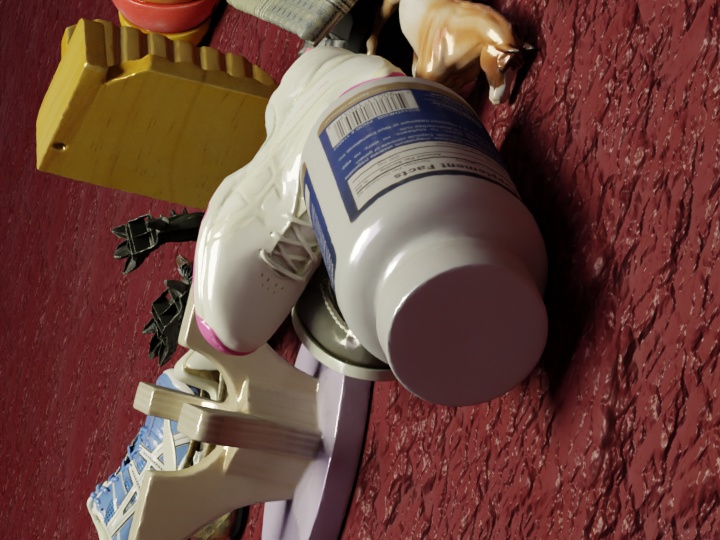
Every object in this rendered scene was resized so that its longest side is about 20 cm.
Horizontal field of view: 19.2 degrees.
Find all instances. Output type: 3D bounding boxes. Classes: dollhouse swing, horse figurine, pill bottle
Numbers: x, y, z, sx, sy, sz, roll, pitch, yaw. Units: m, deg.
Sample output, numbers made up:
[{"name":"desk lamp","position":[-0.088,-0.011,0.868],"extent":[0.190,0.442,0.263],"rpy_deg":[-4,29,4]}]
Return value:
[{"name":"dollhouse swing","position":[-0.116,-0.145,1.530],"extent":[0.182,0.200,0.176],"rpy_deg":[125,152,-51]},{"name":"horse figurine","position":[0.044,-0.141,1.285],"extent":[0.200,0.050,0.133],"rpy_deg":[-103,24,-48]},{"name":"pill bottle","position":[0.036,-0.015,1.121],"extent":[0.200,0.111,0.111],"rpy_deg":[-110,36,-59]}]

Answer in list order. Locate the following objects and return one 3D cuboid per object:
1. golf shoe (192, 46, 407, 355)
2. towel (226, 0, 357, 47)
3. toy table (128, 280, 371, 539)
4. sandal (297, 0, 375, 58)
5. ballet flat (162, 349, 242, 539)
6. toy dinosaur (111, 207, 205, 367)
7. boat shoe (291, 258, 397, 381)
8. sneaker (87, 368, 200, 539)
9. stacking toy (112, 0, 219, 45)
[{"name":"golf shoe","position":[-0.033,-0.042,1.242],"extent":[0.092,0.075,0.200],"rpy_deg":[8,71,55]},{"name":"towel","position":[0.000,-0.233,1.398],"extent":[0.193,0.035,0.200],"rpy_deg":[-51,24,1]},{"name":"toy table","position":[-0.072,0.104,1.364],"extent":[0.184,0.117,0.200],"rpy_deg":[157,125,-68]},{"name":"sandal","position":[-0.020,-0.161,1.451],"extent":[0.200,0.045,0.075],"rpy_deg":[-100,22,-68]},{"name":"ballet flat","position":[-0.110,0.099,1.565],"extent":[0.071,0.071,0.200],"rpy_deg":[146,134,-65]},{"name":"toy dinosaur","position":[-0.090,-0.007,1.463],"extent":[0.102,0.136,0.200],"rpy_deg":[56,146,41]},{"name":"boat shoe","position":[-0.003,-0.001,1.295],"extent":[0.202,0.072,0.060],"rpy_deg":[-104,27,-62]},{"name":"sneaker","position":[-0.171,0.173,1.683],"extent":[0.076,0.077,0.200],"rpy_deg":[157,125,-71]},{"name":"stacking toy","position":[-0.179,-0.251,1.973],"extent":[0.200,0.146,0.146],"rpy_deg":[95,173,-46]}]
